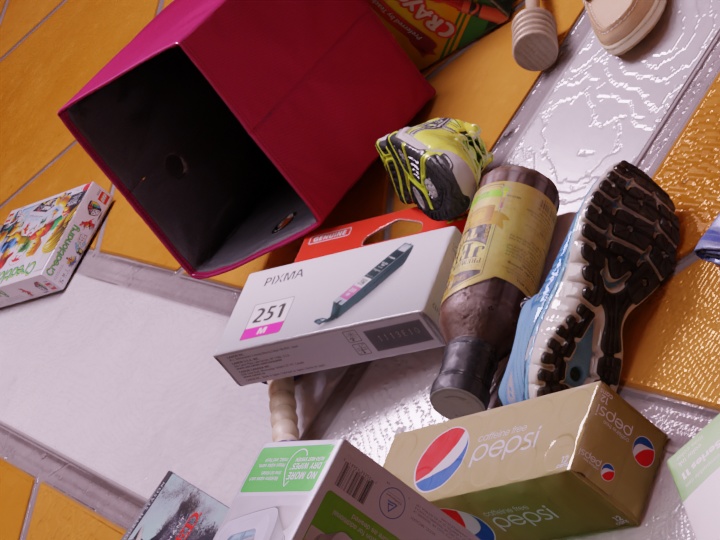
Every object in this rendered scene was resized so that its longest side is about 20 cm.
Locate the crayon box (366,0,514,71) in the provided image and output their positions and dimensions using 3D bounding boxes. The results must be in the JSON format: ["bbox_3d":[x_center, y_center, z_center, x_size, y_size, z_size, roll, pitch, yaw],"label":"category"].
[{"bbox_3d":[0.026,-0.236,1.888,0.200,0.127,0.051,-27,34,44],"label":"crayon box"}]

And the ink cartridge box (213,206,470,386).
[{"bbox_3d":[0.000,0.000,1.642,0.200,0.044,0.174,-13,39,34],"label":"ink cartridge box"}]

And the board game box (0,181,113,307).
[{"bbox_3d":[-0.361,-0.024,2.372,0.200,0.035,0.126,-14,44,53],"label":"board game box"}]

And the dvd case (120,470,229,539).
[{"bbox_3d":[-0.150,0.240,1.663,0.146,0.022,0.200,-55,24,-8],"label":"dvd case"}]

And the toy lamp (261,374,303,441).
[{"bbox_3d":[-0.063,0.098,1.666,0.058,0.058,0.200,-42,25,20],"label":"toy lamp"}]

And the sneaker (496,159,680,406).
[{"bbox_3d":[0.140,0.013,1.411,0.090,0.078,0.200,-14,43,58],"label":"sneaker"}]

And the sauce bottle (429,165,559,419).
[{"bbox_3d":[0.092,0.016,1.502,0.065,0.065,0.200,-27,34,43],"label":"sauce bottle"}]

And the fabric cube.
[{"bbox_3d":[-0.097,-0.144,1.840,0.196,0.200,0.199,-22,21,48],"label":"fabric cube"}]

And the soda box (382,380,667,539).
[{"bbox_3d":[0.095,0.130,1.342,0.200,0.064,0.068,-20,39,50],"label":"soda box"}]

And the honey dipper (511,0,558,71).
[{"bbox_3d":[0.146,-0.230,1.788,0.038,0.038,0.200,-39,23,26],"label":"honey dipper"}]

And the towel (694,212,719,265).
[{"bbox_3d":[0.296,-0.052,1.293,0.147,0.024,0.200,-55,24,-8],"label":"towel"}]

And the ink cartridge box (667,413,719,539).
[{"bbox_3d":[0.225,0.158,1.013,0.067,0.117,0.200,-44,25,18],"label":"ink cartridge box"}]

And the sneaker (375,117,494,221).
[{"bbox_3d":[0.064,-0.090,1.648,0.076,0.076,0.200,-26,14,-5],"label":"sneaker"}]

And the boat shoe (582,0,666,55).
[{"bbox_3d":[0.192,-0.243,1.677,0.074,0.069,0.200,-39,27,25],"label":"boat shoe"}]

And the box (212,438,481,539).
[{"bbox_3d":[0.002,0.222,1.213,0.097,0.200,0.177,-9,49,57],"label":"box"}]
